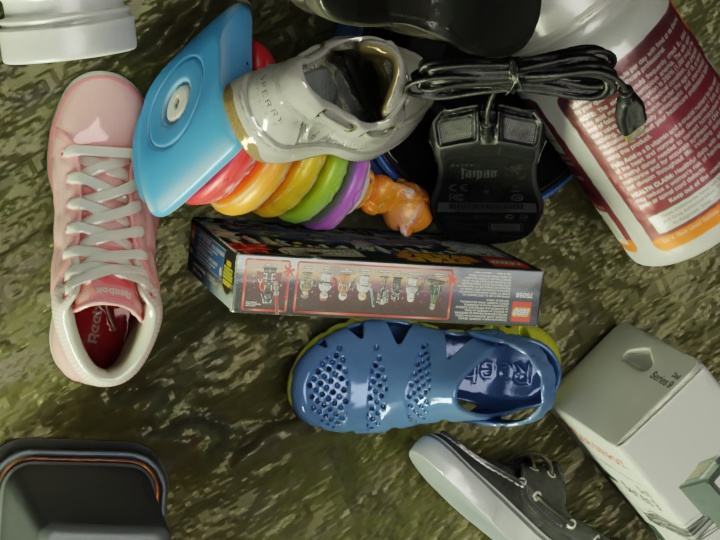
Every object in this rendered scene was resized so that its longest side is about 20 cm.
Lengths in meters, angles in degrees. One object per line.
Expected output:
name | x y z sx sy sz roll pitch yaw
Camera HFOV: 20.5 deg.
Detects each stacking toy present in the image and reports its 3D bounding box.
stacking toy | -0.034 -0.068 1.247 0.199 0.110 0.117 23 47 -32

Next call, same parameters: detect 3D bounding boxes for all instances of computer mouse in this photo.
computer mouse | 0.106 -0.084 1.223 0.140 0.200 0.046 -3 60 8

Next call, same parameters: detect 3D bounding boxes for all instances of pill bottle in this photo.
pill bottle | 0.170 -0.113 1.274 0.114 0.114 0.200 -39 108 -8
pill bottle | -0.187 -0.229 1.191 0.108 0.109 0.201 -9 101 -15

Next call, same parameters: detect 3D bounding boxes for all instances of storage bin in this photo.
storage bin | -0.167 0.221 1.254 0.145 0.134 0.201 4 98 -17

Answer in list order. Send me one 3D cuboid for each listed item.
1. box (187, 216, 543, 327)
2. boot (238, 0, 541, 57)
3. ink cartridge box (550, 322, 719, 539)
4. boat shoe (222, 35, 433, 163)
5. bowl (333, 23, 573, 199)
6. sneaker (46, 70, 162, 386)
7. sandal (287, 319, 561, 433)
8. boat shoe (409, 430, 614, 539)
box | 0.000 0.000 1.268 0.199 0.137 0.040 3 100 -18
boot | -0.009 -0.180 1.191 0.199 0.174 0.070 5 99 -39
ink cartridge box | 0.231 0.145 1.357 0.084 0.146 0.200 -42 107 -5
boat shoe | 0.001 -0.107 1.184 0.069 0.200 0.071 -28 87 32
bowl | 0.078 -0.132 1.324 0.199 0.039 0.202 -3 99 -17
sneaker | -0.155 -0.022 1.236 0.075 0.105 0.201 3 96 -16
sandal | 0.050 0.071 1.323 0.199 0.087 0.080 -6 102 -14
boat shoe | 0.120 0.162 1.368 0.200 0.070 0.066 40 78 -19
